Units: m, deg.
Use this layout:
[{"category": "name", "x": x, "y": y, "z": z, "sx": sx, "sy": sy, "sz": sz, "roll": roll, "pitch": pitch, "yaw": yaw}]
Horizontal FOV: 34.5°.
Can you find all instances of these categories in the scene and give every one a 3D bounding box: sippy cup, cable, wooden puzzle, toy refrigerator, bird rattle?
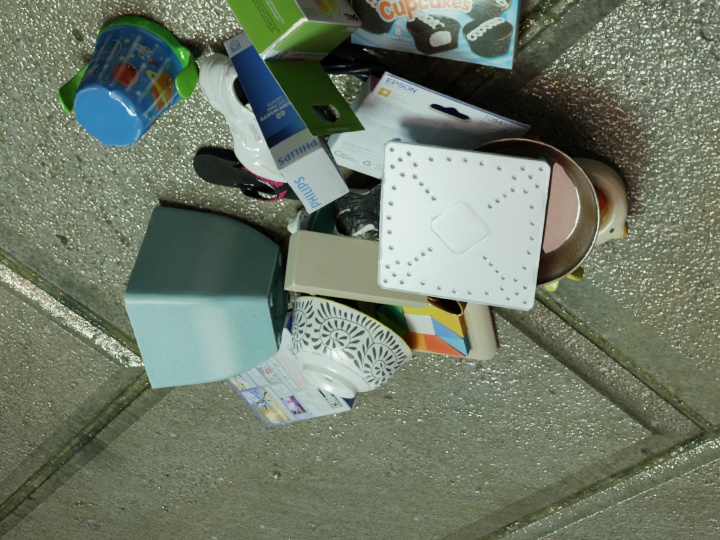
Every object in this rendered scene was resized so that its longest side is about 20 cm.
[{"category": "sippy cup", "x": -0.303, "y": -0.235, "z": 1.499, "sx": 0.139, "sy": 0.131, "sz": 0.177, "roll": 36, "pitch": 136, "yaw": -15}, {"category": "cable", "x": -0.013, "y": -0.210, "z": 1.465, "sx": 0.197, "sy": 0.051, "sz": 0.164, "roll": 20, "pitch": 138, "yaw": 1}, {"category": "wooden puzzle", "x": 0.093, "y": 0.068, "z": 1.706, "sx": 0.197, "sy": 0.038, "sz": 0.186, "roll": 2, "pitch": 138, "yaw": 20}, {"category": "toy refrigerator", "x": 0.000, "y": 0.000, "z": 1.582, "sx": 0.196, "sy": 0.077, "sz": 0.070, "roll": 8, "pitch": 172, "yaw": -14}, {"category": "bird rattle", "x": 0.257, "y": -0.089, "z": 1.473, "sx": 0.160, "sy": 0.113, "sz": 0.203, "roll": -11, "pitch": 116, "yaw": 16}]

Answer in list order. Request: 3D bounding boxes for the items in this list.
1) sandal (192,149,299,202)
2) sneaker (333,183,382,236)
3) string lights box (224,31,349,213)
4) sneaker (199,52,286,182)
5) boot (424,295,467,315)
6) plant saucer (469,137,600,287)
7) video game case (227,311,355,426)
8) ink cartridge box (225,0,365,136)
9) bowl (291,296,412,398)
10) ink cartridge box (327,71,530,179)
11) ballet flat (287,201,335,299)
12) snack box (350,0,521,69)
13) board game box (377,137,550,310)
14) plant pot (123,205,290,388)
[{"category": "sandal", "x": -0.145, "y": -0.124, "z": 1.609, "sx": 0.196, "sy": 0.045, "sz": 0.076, "roll": 8, "pitch": 136, "yaw": 15}, {"category": "sneaker", "x": 0.043, "y": -0.082, "z": 1.518, "sx": 0.199, "sy": 0.078, "sz": 0.075, "roll": 9, "pitch": 107, "yaw": 56}, {"category": "string lights box", "x": -0.086, "y": -0.177, "z": 1.339, "sx": 0.058, "sy": 0.202, "sz": 0.103, "roll": -27, "pitch": 150, "yaw": 4}, {"category": "sneaker", "x": -0.131, "y": -0.189, "z": 1.497, "sx": 0.099, "sy": 0.075, "sz": 0.201, "roll": 16, "pitch": 148, "yaw": 52}, {"category": "boot", "x": 0.144, "y": 0.006, "z": 1.544, "sx": 0.199, "sy": 0.146, "sz": 0.071, "roll": 31, "pitch": 136, "yaw": -21}, {"category": "plant saucer", "x": 0.192, "y": -0.074, "z": 1.407, "sx": 0.197, "sy": 0.037, "sz": 0.203, "roll": 7, "pitch": 122, "yaw": 11}, {"category": "video game case", "x": -0.131, "y": 0.164, "z": 1.897, "sx": 0.179, "sy": 0.046, "sz": 0.201, "roll": -15, "pitch": 126, "yaw": 32}, {"category": "ink cartridge box", "x": -0.052, "y": -0.256, "z": 1.296, "sx": 0.075, "sy": 0.147, "sz": 0.202, "roll": -36, "pitch": 83, "yaw": 25}, {"category": "bowl", "x": -0.029, "y": 0.129, "z": 1.733, "sx": 0.198, "sy": 0.095, "sz": 0.201, "roll": 22, "pitch": 161, "yaw": 8}, {"category": "ink cartridge box", "x": 0.080, "y": -0.169, "z": 1.424, "sx": 0.193, "sy": 0.044, "sz": 0.200, "roll": 18, "pitch": 147, "yaw": -16}, {"category": "ballet flat", "x": -0.073, "y": -0.042, "z": 1.653, "sx": 0.071, "sy": 0.073, "sz": 0.202, "roll": 11, "pitch": 136, "yaw": 11}, {"category": "snack box", "x": 0.086, "y": -0.305, "z": 1.338, "sx": 0.197, "sy": 0.037, "sz": 0.117, "roll": 11, "pitch": 136, "yaw": 12}, {"category": "board game box", "x": 0.122, "y": -0.057, "z": 1.401, "sx": 0.196, "sy": 0.026, "sz": 0.203, "roll": 8, "pitch": 121, "yaw": 10}, {"category": "plant pot", "x": -0.211, "y": 0.039, "z": 1.706, "sx": 0.196, "sy": 0.198, "sz": 0.198, "roll": 0, "pitch": 135, "yaw": 8}]
